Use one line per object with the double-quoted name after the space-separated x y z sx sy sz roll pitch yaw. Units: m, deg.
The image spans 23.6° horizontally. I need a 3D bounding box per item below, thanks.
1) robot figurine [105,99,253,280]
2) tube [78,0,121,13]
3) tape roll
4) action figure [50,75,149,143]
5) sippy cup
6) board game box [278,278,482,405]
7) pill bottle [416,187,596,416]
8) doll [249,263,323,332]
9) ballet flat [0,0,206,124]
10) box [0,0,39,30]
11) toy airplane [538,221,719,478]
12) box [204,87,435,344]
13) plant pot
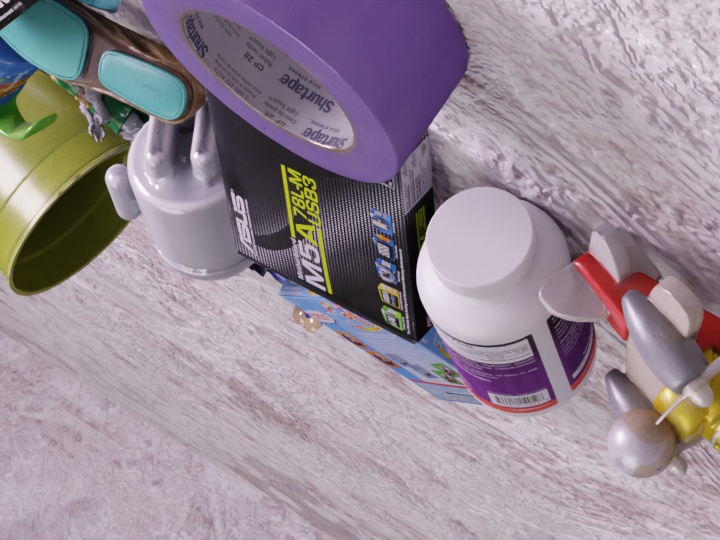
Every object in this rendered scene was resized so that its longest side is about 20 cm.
-0.136 -0.067 1.502 0.167 0.114 0.201 4 150 8 "robot figurine"
-0.275 -0.262 1.363 0.199 0.051 0.077 34 -179 -10 "tube"
-0.036 -0.150 1.093 0.199 0.085 0.200 34 165 10 "tape roll"
-0.232 -0.152 1.603 0.199 0.055 0.118 40 166 -5 "action figure"
-0.322 -0.210 1.486 0.177 0.141 0.130 31 158 -27 "sippy cup"
0.040 0.060 1.550 0.199 0.037 0.151 33 166 -24 "board game box"
0.106 0.021 1.259 0.112 0.113 0.200 27 163 27 "pill bottle"
-0.106 -0.024 1.724 0.200 0.049 0.136 46 173 -21 "doll"
-0.208 -0.183 1.418 0.198 0.068 0.072 24 -154 12 "ballet flat"
-0.295 -0.263 1.284 0.159 0.050 0.199 39 147 -23 "box"
0.198 0.066 1.132 0.200 0.142 0.198 43 164 -30 "toy airplane"
-0.027 -0.058 1.333 0.192 0.048 0.201 25 144 27 "box"
-0.337 -0.115 1.725 0.193 0.200 0.201 44 168 12 "plant pot"
